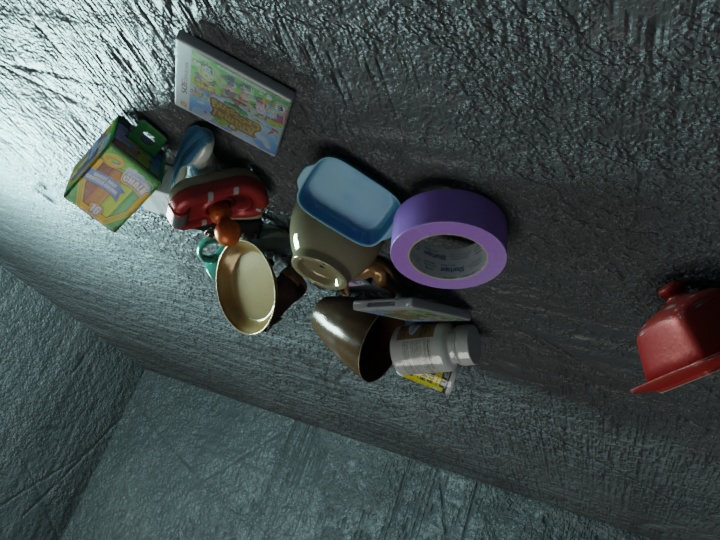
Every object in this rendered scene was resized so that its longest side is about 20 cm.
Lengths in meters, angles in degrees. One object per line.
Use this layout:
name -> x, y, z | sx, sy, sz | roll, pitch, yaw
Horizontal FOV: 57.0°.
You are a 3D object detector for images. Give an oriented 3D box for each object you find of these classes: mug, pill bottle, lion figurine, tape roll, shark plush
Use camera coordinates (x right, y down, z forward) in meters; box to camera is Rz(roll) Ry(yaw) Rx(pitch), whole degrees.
mug -> -0.281, -0.008, 1.552 | 0.153, 0.114, 0.185 | 48, -176, 25
pill bottle -> 0.154, 0.229, 1.690 | 0.194, 0.114, 0.112 | 19, 157, 9
lion figurine -> 0.000, 0.000, 1.418 | 0.193, 0.074, 0.124 | -3, 141, 4
pill bottle -> 0.176, 0.179, 1.546 | 0.195, 0.117, 0.115 | -9, 144, 31
tape roll -> 0.148, -0.048, 1.115 | 0.193, 0.067, 0.202 | 5, 148, 3
shark plush -> -0.190, -0.046, 1.472 | 0.195, 0.085, 0.091 | 22, 157, 3

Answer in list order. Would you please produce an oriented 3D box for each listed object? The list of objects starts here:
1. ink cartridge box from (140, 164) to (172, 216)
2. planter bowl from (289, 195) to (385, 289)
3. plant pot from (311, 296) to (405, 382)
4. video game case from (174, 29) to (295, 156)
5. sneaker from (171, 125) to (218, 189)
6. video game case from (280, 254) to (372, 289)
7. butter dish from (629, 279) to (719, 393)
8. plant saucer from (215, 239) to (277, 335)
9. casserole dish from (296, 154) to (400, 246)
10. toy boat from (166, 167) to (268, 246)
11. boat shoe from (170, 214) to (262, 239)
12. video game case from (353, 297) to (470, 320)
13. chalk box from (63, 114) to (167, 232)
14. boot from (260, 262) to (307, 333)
ink cartridge box -> -0.425, -0.173, 1.447 | 0.194, 0.068, 0.117 | 18, 155, 13
planter bowl -> -0.058, -0.051, 1.276 | 0.195, 0.138, 0.202 | 20, 156, 9
plant pot -> -0.020, 0.143, 1.623 | 0.196, 0.190, 0.188 | 23, 161, 34
video game case -> -0.211, -0.280, 1.081 | 0.196, 0.023, 0.182 | 27, 156, -7
sneaker -> -0.306, -0.211, 1.268 | 0.078, 0.079, 0.199 | 7, 160, -26
video game case -> -0.081, -0.005, 1.542 | 0.142, 0.019, 0.197 | 39, 151, -31
butter dish -> 0.517, 0.087, 1.034 | 0.194, 0.152, 0.201 | -15, 161, -16
plant saucer -> -0.239, 0.035, 1.435 | 0.196, 0.208, 0.035 | 2, -171, 40
casserole dish -> -0.019, -0.125, 1.152 | 0.196, 0.039, 0.122 | 30, 121, -17
toy boat -> -0.265, -0.109, 1.270 | 0.134, 0.195, 0.131 | 65, 152, 14
boat shoe -> -0.299, -0.094, 1.382 | 0.195, 0.065, 0.074 | -1, -160, -26
video game case -> 0.112, 0.087, 1.441 | 0.196, 0.023, 0.179 | 14, 167, -41
chalk box -> -0.464, -0.203, 1.299 | 0.199, 0.125, 0.124 | -40, 124, 19
boot -> -0.191, 0.072, 1.564 | 0.071, 0.169, 0.201 | 29, 155, 5
